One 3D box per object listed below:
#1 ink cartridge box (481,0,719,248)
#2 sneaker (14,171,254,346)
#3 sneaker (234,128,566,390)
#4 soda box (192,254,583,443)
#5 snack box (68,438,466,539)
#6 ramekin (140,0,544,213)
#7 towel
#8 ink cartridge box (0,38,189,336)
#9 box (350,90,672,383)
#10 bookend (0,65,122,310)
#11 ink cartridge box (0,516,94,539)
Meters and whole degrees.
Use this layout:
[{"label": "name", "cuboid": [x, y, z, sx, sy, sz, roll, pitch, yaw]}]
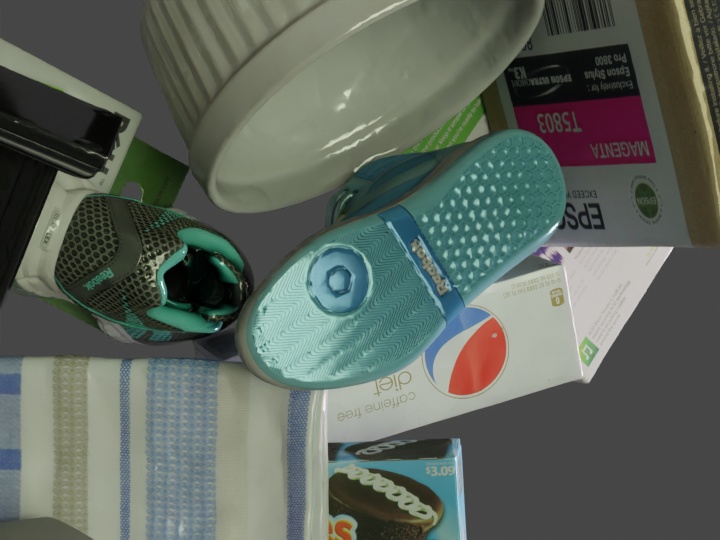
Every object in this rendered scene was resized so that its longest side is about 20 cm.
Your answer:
[{"label": "ink cartridge box", "cuboid": [0.142, -0.098, 1.111, 0.075, 0.200, 0.166, -18, 98, -26]}, {"label": "sneaker", "cuboid": [-0.091, 0.008, 1.048, 0.200, 0.091, 0.078, 17, 92, -67]}, {"label": "sneaker", "cuboid": [0.000, 0.000, 1.075, 0.199, 0.130, 0.080, -30, 102, -28]}, {"label": "soda box", "cuboid": [0.016, 0.048, 1.142, 0.199, 0.064, 0.069, -15, 103, -16]}, {"label": "snack box", "cuboid": [-0.045, 0.148, 1.081, 0.199, 0.037, 0.117, -3, 102, 7]}, {"label": "ramekin", "cuboid": [-0.017, -0.128, 1.066, 0.199, 0.200, 0.105, -25, 74, -25]}, {"label": "towel", "cuboid": [-0.111, 0.116, 1.051, 0.199, 0.024, 0.148, 2, 99, 7]}, {"label": "ink cartridge box", "cuboid": [-0.177, -0.051, 1.056, 0.199, 0.059, 0.104, 28, 78, -26]}, {"label": "box", "cuboid": [0.096, -0.051, 1.220, 0.200, 0.036, 0.145, 42, 73, -24]}, {"label": "bookend", "cuboid": [-0.232, -0.007, 0.894, 0.198, 0.092, 0.201, 23, 103, -8]}, {"label": "ink cartridge box", "cuboid": [-0.220, 0.202, 0.976, 0.199, 0.083, 0.148, -4, 96, -28]}]
